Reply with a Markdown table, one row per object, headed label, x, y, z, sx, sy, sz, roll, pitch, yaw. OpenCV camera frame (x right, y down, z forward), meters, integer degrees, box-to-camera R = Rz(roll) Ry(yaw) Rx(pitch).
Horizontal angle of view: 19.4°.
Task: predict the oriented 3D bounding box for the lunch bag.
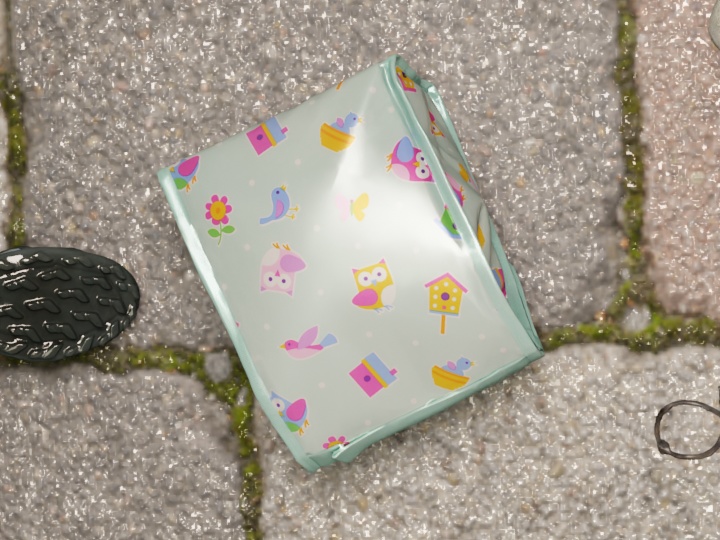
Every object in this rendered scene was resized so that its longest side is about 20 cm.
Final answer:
| label | x | y | z | sx | sy | sz | roll | pitch | yaw |
| --- | --- | --- | --- | --- | --- | --- | --- | --- | --- |
| lunch bag | 0.000 | 0.000 | 1.247 | 0.170 | 0.122 | 0.200 | -26 | 81 | 10 |

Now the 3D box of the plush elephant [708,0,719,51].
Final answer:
| label | x | y | z | sx | sy | sz | roll | pitch | yaw |
| --- | --- | --- | --- | --- | --- | --- | --- | --- | --- |
| plush elephant | 0.275 | -0.220 | 1.158 | 0.199 | 0.165 | 0.155 | 0 | 133 | -3 |

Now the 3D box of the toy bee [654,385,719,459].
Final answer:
| label | x | y | z | sx | sy | sz | roll | pitch | yaw |
| --- | --- | --- | --- | --- | --- | --- | --- | --- | --- |
| toy bee | 0.260 | 0.118 | 1.212 | 0.131 | 0.109 | 0.200 | -8 | 121 | 25 |

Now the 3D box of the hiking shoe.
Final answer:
| label | x | y | z | sx | sy | sz | roll | pitch | yaw |
| --- | --- | --- | --- | --- | --- | --- | --- | --- | --- |
| hiking shoe | -0.240 | 0.020 | 1.320 | 0.199 | 0.087 | 0.075 | -8 | 102 | -11 |
